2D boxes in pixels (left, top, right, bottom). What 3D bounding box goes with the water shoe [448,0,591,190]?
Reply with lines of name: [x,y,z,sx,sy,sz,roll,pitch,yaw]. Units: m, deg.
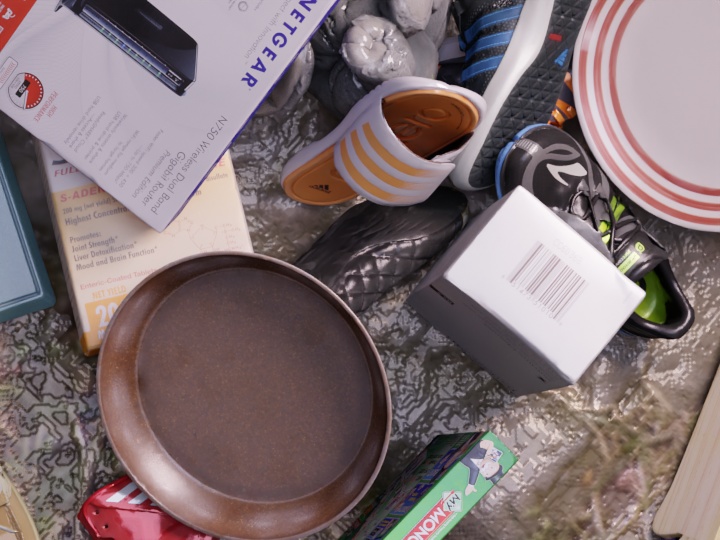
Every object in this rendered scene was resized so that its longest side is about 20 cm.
water shoe: [0.097,-0.152,1.694,0.079,0.071,0.200,27,95,33]

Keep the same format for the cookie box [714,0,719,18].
cookie box: [0.306,-0.165,1.734,0.171,0.075,0.200,-22,89,-40]

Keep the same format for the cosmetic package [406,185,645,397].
cosmetic package: [0.105,0.018,1.666,0.113,0.200,0.081,40,81,1]

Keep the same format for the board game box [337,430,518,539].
board game box: [0.030,0.162,1.644,0.029,0.200,0.135,44,82,-2]

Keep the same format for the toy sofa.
toy sofa: [0.289,0.119,1.747,0.083,0.098,0.200,26,82,-29]

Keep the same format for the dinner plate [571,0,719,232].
dinner plate: [0.234,-0.125,1.667,0.200,0.024,0.201,8,105,31]

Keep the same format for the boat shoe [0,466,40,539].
boat shoe: [-0.285,0.132,1.678,0.073,0.063,0.200,-39,90,-8]

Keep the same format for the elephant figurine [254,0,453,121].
elephant figurine: [-0.046,-0.174,1.691,0.200,0.141,0.156,13,89,13]

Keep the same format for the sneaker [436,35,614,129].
sneaker: [0.146,-0.116,1.752,0.200,0.078,0.112,-8,90,3]

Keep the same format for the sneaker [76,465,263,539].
sneaker: [-0.150,0.218,1.691,0.115,0.078,0.200,23,70,4]

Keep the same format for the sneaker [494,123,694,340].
sneaker: [0.164,-0.025,1.702,0.071,0.083,0.200,-48,120,-12]

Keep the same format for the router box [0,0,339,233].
router box: [-0.136,-0.157,1.611,0.179,0.049,0.200,37,110,-1]

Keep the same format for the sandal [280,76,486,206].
sandal: [0.014,-0.065,1.664,0.079,0.207,0.059,14,64,-26]

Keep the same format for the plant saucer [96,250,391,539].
plant saucer: [-0.073,0.079,1.638,0.200,0.034,0.201,5,109,13]

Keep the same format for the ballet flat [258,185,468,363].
ballet flat: [0.000,0.000,1.709,0.066,0.057,0.200,26,48,35]

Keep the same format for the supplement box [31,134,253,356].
supplement box: [-0.148,-0.054,1.705,0.126,0.074,0.200,-14,86,-8]

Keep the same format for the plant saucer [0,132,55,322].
plant saucer: [-0.271,-0.061,1.720,0.070,0.019,0.200,-18,88,-8]
